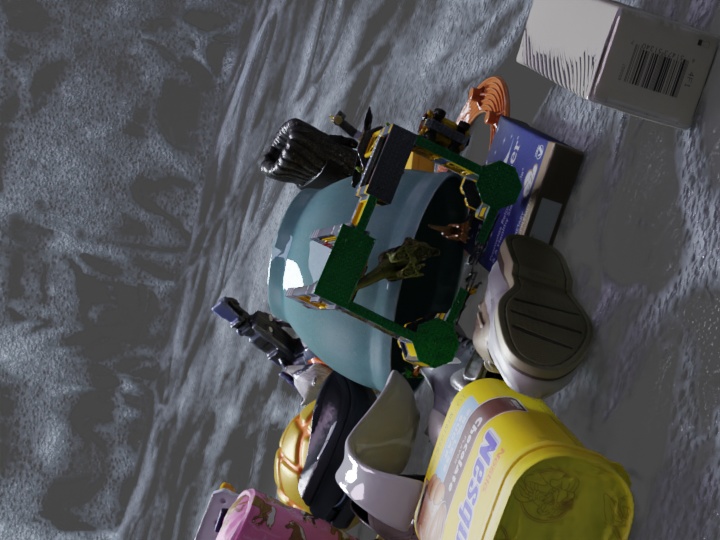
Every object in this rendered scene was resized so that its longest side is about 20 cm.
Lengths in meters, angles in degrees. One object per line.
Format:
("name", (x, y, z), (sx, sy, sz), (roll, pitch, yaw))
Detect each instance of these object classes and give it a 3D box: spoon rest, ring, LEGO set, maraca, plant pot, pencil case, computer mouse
("spoon rest", (0.013, 0.138, 1.294), (0.200, 0.060, 0.100), (-95, 23, -77))
("ring", (0.095, -0.091, 1.605), (0.200, 0.019, 0.202), (-164, 90, -77))
("LEGO set", (0.029, -0.022, 1.316), (0.116, 0.153, 0.201), (174, 112, -74))
("maraca", (-0.034, 0.198, 1.600), (0.138, 0.106, 0.201), (-90, 20, -46))
("plant pot", (0.000, 0.000, 1.462), (0.200, 0.133, 0.202), (13, -90, -73))
("pencil case", (-0.023, 0.245, 1.305), (0.083, 0.199, 0.086), (-67, 11, -19))
("computer mouse", (0.000, 0.194, 1.472), (0.046, 0.140, 0.201), (-5, 57, 40))

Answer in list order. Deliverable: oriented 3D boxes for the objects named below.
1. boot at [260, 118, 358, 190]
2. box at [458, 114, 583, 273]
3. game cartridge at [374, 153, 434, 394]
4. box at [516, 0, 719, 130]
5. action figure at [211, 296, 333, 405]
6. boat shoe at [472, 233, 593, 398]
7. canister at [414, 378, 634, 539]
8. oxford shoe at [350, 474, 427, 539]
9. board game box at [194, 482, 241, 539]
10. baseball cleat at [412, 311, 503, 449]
("boot", (-0.042, -0.088, 1.864), (0.211, 0.157, 0.080), (126, 156, -56))
("box", (0.127, -0.061, 1.409), (0.200, 0.032, 0.122), (-126, 53, -75))
("game cartridge", (0.033, 0.000, 1.668), (0.200, 0.032, 0.177), (108, 171, -56))
("box", (0.179, -0.157, 1.200), (0.200, 0.082, 0.069), (-120, 46, -74))
("action figure", (-0.051, 0.048, 1.747), (0.104, 0.200, 0.194), (-29, 42, 35))
("boat shoe", (0.122, 0.046, 1.224), (0.200, 0.074, 0.069), (-77, 7, -65))
("canister", (0.101, 0.165, 1.125), (0.200, 0.086, 0.150), (-128, 54, -76))
("oxford shoe", (0.043, 0.197, 1.354), (0.200, 0.072, 0.072), (146, 138, -70))
("board game box", (-0.059, 0.295, 1.403), (0.026, 0.199, 0.201), (-65, -2, -66))
("baseball cleat", (0.093, 0.077, 1.346), (0.107, 0.069, 0.200), (-50, 24, 23))
